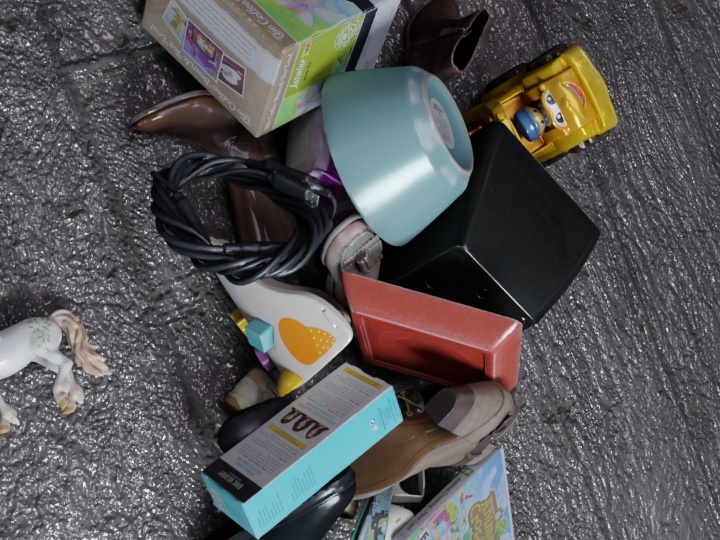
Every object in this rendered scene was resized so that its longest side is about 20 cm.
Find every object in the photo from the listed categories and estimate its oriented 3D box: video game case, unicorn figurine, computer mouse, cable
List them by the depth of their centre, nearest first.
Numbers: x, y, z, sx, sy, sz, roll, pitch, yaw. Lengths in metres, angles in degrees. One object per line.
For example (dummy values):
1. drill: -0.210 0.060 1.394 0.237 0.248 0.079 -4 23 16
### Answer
1. unicorn figurine: -0.350 0.088 1.046 0.199 0.074 0.139 -15 78 -49
2. cable: -0.131 -0.056 1.116 0.198 0.051 0.164 21 50 9
3. computer mouse: -0.062 0.152 1.163 0.199 0.034 0.059 -20 80 -30
4. video game case: 0.116 0.329 1.266 0.182 0.022 0.202 -36 130 -34

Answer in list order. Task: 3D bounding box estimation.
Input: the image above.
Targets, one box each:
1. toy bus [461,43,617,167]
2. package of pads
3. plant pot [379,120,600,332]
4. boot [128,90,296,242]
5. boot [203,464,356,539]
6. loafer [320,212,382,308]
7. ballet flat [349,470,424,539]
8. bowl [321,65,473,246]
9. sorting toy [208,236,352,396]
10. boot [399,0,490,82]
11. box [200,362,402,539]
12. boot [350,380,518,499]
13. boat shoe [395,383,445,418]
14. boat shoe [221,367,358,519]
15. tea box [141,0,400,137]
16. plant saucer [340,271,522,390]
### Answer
1. toy bus: 0.196 -0.183 1.390 0.191 0.200 0.137 -31 96 -26
2. package of pads: -0.026 -0.141 1.266 0.120 0.076 0.201 25 44 -25
3. plant pot: 0.133 -0.015 1.279 0.199 0.199 0.178 44 44 -17
4. boot: -0.151 -0.099 1.220 0.185 0.064 0.202 -16 91 -34
5. boot: -0.051 0.312 1.137 0.199 0.076 0.169 -33 100 12
6. loafer: 0.000 0.000 1.213 0.072 0.200 0.063 -36 75 -13
7. ballet flat: 0.036 0.257 1.222 0.074 0.074 0.201 41 43 -19
8. bowl: 0.053 -0.138 1.176 0.201 0.104 0.202 49 30 -41
9. sorting toy: -0.102 0.032 1.175 0.107 0.200 0.180 -43 91 0
10. boot: 0.115 -0.293 1.372 0.072 0.166 0.201 39 61 -20
11. box: -0.057 0.178 1.103 0.199 0.082 0.050 -35 124 -26
12. boot: 0.082 0.193 1.188 0.146 0.199 0.071 26 31 -54
13. boat shoe: 0.059 0.163 1.249 0.200 0.072 0.061 -4 124 -39
14. boat shoe: -0.065 0.193 1.205 0.200 0.072 0.065 47 63 -10
15. tea box: -0.100 -0.287 1.201 0.200 0.134 0.196 43 52 14
16. plant saucer: 0.076 0.082 1.199 0.198 0.200 0.037 16 68 13
